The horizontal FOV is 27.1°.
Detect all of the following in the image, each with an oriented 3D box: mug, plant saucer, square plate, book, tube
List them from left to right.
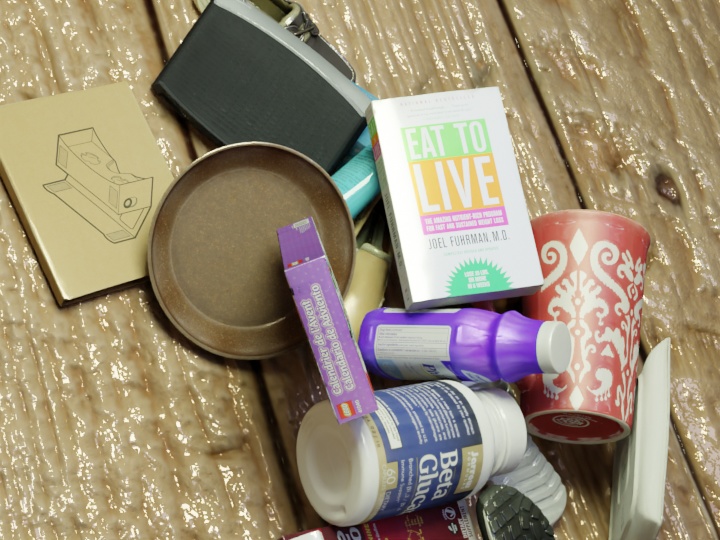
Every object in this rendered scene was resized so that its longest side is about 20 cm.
[{"bbox_3d":[-0.103,-0.019,1.390,0.198,0.037,0.203,-2,97,-18],"label":"plant saucer"},{"bbox_3d":[-0.014,-0.077,1.466,0.200,0.077,0.051,-44,125,-13],"label":"tube"},{"bbox_3d":[0.086,-0.068,1.414,0.132,0.048,0.202,-7,73,-18],"label":"book"},{"bbox_3d":[0.195,0.058,1.470,0.176,0.134,0.202,2,68,9],"label":"mug"},{"bbox_3d":[0.270,0.197,1.459,0.028,0.201,0.200,8,56,4],"label":"square plate"}]

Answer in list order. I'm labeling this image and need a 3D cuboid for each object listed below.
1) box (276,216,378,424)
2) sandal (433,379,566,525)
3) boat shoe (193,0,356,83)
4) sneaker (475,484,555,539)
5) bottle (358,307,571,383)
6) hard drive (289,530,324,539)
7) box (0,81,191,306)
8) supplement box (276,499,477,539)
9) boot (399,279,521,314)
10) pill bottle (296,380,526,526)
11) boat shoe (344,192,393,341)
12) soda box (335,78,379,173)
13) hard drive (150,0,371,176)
[{"bbox_3d":[-0.031,0.038,1.295,0.039,0.200,0.138,-20,102,-1],"label":"box"},{"bbox_3d":[0.127,0.169,1.472,0.082,0.050,0.204,-33,97,-25],"label":"sandal"},{"bbox_3d":[-0.083,-0.252,1.567,0.199,0.065,0.072,38,49,-9],"label":"boat shoe"},{"bbox_3d":[0.146,0.296,1.374,0.076,0.087,0.201,-31,94,-42],"label":"sneaker"},{"bbox_3d":[0.097,0.070,1.387,0.083,0.198,0.066,29,66,-54],"label":"bottle"},{"bbox_3d":[-0.065,0.333,1.228,0.131,0.025,0.202,-20,71,3],"label":"hard drive"},{"bbox_3d":[-0.247,-0.076,1.396,0.163,0.021,0.201,-17,74,-37],"label":"box"},{"bbox_3d":[0.017,0.278,1.332,0.198,0.061,0.110,-6,68,-33],"label":"supplement box"},{"bbox_3d":[0.134,0.001,1.547,0.199,0.077,0.156,27,55,-19],"label":"boot"},{"bbox_3d":[0.051,0.159,1.347,0.199,0.111,0.112,-7,67,-36],"label":"pill bottle"},{"bbox_3d":[0.000,0.000,1.468,0.071,0.076,0.202,23,55,-19],"label":"boat shoe"},{"bbox_3d":[0.037,-0.113,1.562,0.199,0.064,0.068,32,52,-11],"label":"soda box"},{"bbox_3d":[-0.096,-0.170,1.476,0.199,0.135,0.042,37,7,-4],"label":"hard drive"}]
